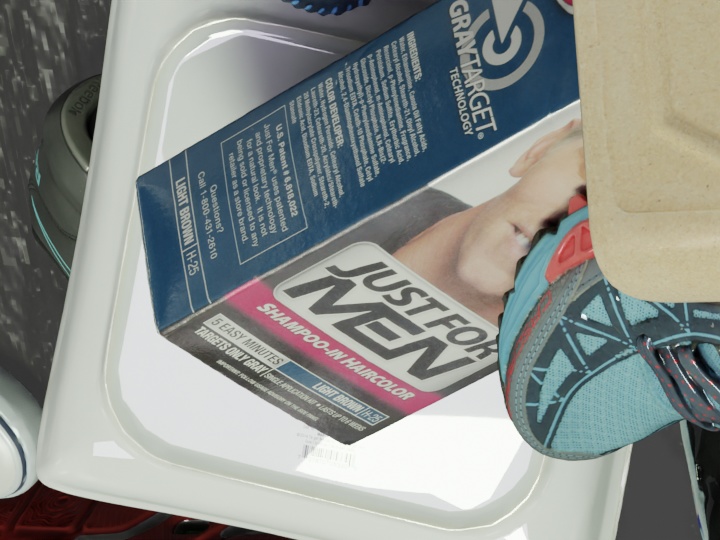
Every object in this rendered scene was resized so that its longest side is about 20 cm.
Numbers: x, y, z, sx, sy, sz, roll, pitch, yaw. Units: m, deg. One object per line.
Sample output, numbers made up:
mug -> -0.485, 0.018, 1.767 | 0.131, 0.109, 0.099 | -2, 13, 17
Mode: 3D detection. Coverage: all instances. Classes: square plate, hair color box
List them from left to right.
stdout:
square plate -> 0.000, 0.000, 0.982 | 0.199, 0.028, 0.199 | 13, 101, 8
hair color box -> 0.042, -0.028, 0.879 | 0.199, 0.061, 0.100 | -29, 142, 25

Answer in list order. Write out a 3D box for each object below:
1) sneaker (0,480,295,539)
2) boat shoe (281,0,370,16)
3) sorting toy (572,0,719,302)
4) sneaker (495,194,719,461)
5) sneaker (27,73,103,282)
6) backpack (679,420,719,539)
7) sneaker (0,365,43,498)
sneaker -> -0.069, 0.143, 1.150 | 0.199, 0.078, 0.116 | -2, 121, 27
boat shoe -> -0.053, -0.128, 0.852 | 0.084, 0.069, 0.200 | -37, 132, 18
sorting toy -> 0.139, -0.093, 0.735 | 0.184, 0.036, 0.201 | -2, 101, 26
sneaker -> 0.114, 0.013, 0.815 | 0.079, 0.096, 0.200 | 24, 136, -37
sneaker -> -0.036, 0.015, 1.056 | 0.200, 0.075, 0.079 | 44, 140, 1
backpack -> 0.189, 0.074, 0.905 | 0.150, 0.201, 0.177 | 28, 133, -23
sneaker -> -0.218, 0.051, 1.153 | 0.199, 0.071, 0.073 | 18, 129, 12
